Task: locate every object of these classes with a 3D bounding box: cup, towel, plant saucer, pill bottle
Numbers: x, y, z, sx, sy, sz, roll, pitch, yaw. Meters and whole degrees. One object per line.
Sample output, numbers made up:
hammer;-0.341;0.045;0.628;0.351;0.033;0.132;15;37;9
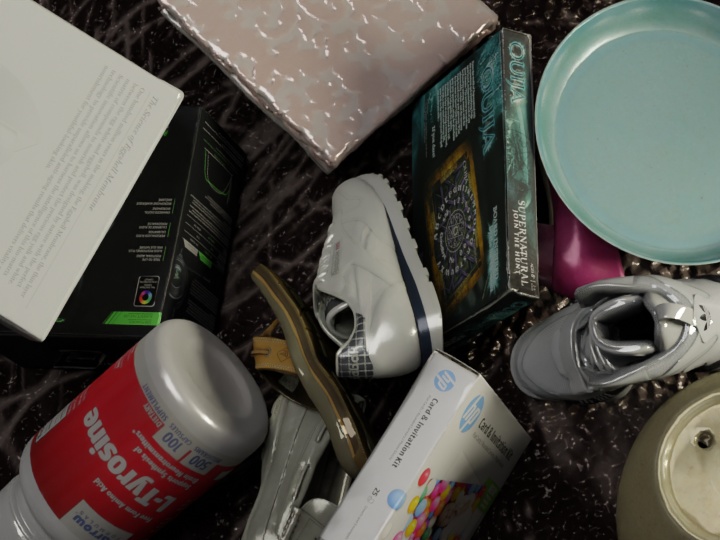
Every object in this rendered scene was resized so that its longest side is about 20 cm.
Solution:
cup;0.243;0.141;1.067;0.199;0.143;0.202;-8;66;19
towel;-0.026;-0.199;1.316;0.200;0.032;0.191;44;72;7
plant saucer;0.218;-0.096;1.205;0.198;0.027;0.202;1;73;-4
pill bottle;-0.170;0.136;1.234;0.200;0.112;0.113;-41;59;20

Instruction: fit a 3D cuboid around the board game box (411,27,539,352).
board game box;0.079;-0.054;1.230;0.135;0.028;0.202;-35;50;56

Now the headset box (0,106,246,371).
headset box;-0.196;-0.016;1.331;0.173;0.093;0.202;2;70;22

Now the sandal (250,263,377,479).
sandal;-0.043;0.071;1.200;0.054;0.080;0.201;-32;51;7

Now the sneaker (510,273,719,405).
sneaker;0.158;0.044;1.126;0.199;0.114;0.076;-17;78;41

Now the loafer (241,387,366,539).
loafer;-0.039;0.176;1.204;0.069;0.070;0.202;-3;67;29

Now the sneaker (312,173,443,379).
sneaker;0.000;0.000;1.226;0.080;0.077;0.201;-15;37;-5

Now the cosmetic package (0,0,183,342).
cosmetic package;-0.263;-0.085;1.210;0.199;0.123;0.200;31;81;-11

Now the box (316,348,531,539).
box;0.031;0.166;1.132;0.041;0.156;0.201;27;80;26

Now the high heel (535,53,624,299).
high heel;0.168;-0.075;1.238;0.095;0.067;0.202;13;79;14
